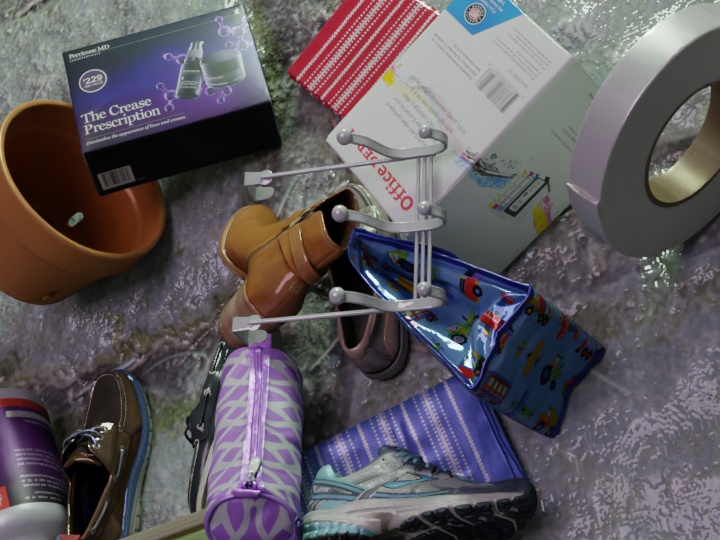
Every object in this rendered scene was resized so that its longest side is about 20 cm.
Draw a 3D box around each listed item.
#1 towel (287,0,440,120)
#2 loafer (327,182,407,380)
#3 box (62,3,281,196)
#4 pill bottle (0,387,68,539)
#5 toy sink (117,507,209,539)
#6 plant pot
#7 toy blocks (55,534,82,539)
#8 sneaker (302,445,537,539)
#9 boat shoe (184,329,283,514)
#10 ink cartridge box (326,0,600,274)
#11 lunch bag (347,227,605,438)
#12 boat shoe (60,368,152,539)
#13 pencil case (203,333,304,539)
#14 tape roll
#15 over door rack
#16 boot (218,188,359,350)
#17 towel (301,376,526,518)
[{"bbox_3d":[0.026,-0.206,1.353,0.145,0.022,0.200,-51,53,4],"label":"towel"},{"bbox_3d":[0.000,0.000,1.255,0.071,0.063,0.202,-24,59,24],"label":"loafer"},{"bbox_3d":[-0.196,-0.179,1.408,0.197,0.079,0.142,-16,56,-4],"label":"box"},{"bbox_3d":[-0.353,0.226,1.371,0.112,0.112,0.201,-36,54,16],"label":"pill bottle"},{"bbox_3d":[-0.115,0.282,1.182,0.198,0.112,0.132,-22,60,25],"label":"toy sink"},{"bbox_3d":[-0.326,-0.059,1.437,0.140,0.198,0.202,-40,51,33],"label":"plant pot"},{"bbox_3d":[-0.257,0.340,1.244,0.137,0.099,0.200,-55,50,20],"label":"toy blocks"},{"bbox_3d":[0.043,0.177,1.090,0.197,0.078,0.087,-10,53,17],"label":"sneaker"},{"bbox_3d":[-0.132,0.141,1.276,0.065,0.074,0.202,3,69,29],"label":"boat shoe"},{"bbox_3d":[0.104,-0.116,1.180,0.200,0.144,0.148,-45,51,9],"label":"ink cartridge box"},{"bbox_3d":[0.078,0.039,1.129,0.199,0.150,0.095,30,88,39],"label":"lunch bag"},{"bbox_3d":[-0.255,0.187,1.345,0.072,0.072,0.203,-19,61,26],"label":"boat shoe"},{"bbox_3d":[-0.089,0.150,1.150,0.083,0.086,0.201,-9,35,4],"label":"pencil case"},{"bbox_3d":[0.245,-0.105,1.044,0.204,0.202,0.037,-52,52,4],"label":"tape roll"},{"bbox_3d":[-0.025,-0.030,1.089,0.198,0.066,0.150,-11,63,30],"label":"over door rack"},{"bbox_3d":[-0.066,-0.032,1.261,0.155,0.076,0.201,-44,19,28],"label":"boot"},{"bbox_3d":[0.034,0.181,1.147,0.198,0.024,0.146,-26,55,4],"label":"towel"}]
